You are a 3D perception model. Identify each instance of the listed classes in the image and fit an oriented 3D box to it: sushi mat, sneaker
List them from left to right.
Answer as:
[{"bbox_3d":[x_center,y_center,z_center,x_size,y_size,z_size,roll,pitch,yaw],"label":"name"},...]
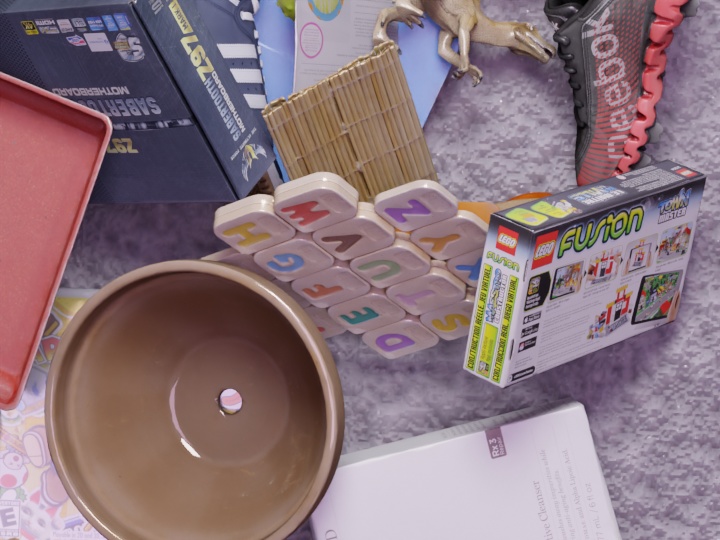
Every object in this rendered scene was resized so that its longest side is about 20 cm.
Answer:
[{"bbox_3d":[-0.086,-0.139,1.624,0.109,0.070,0.200,-52,124,-35],"label":"sneaker"},{"bbox_3d":[0.000,-0.069,1.617,0.095,0.200,0.012,-26,55,-3],"label":"sushi mat"},{"bbox_3d":[0.163,-0.142,1.648,0.097,0.071,0.201,10,116,-6],"label":"sneaker"}]

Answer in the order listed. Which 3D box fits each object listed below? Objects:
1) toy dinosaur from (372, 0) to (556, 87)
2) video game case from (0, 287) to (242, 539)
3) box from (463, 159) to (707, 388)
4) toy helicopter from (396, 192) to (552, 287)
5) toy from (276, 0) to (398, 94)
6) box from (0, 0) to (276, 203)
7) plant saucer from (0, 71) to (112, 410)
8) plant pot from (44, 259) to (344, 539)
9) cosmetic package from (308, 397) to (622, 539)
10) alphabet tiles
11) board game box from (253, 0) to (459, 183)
[{"bbox_3d":[0.044,-0.190,1.637,0.200,0.058,0.101,46,50,-23],"label":"toy dinosaur"},{"bbox_3d":[-0.154,0.105,1.684,0.199,0.023,0.183,2,89,-1],"label":"video game case"},{"bbox_3d":[0.149,-0.001,1.604,0.035,0.200,0.110,25,117,34],"label":"box"},{"bbox_3d":[0.046,-0.007,1.644,0.199,0.132,0.079,-15,66,12],"label":"toy helicopter"},{"bbox_3d":[-0.021,-0.191,1.624,0.047,0.115,0.201,7,95,37],"label":"toy"},{"bbox_3d":[-0.170,-0.117,1.582,0.051,0.199,0.158,-53,130,-35],"label":"box"},{"bbox_3d":[-0.265,-0.037,1.595,0.199,0.037,0.200,22,98,21],"label":"plant saucer"},{"bbox_3d":[-0.099,0.092,1.617,0.200,0.093,0.202,1,92,16],"label":"plant pot"},{"bbox_3d":[0.065,0.163,1.660,0.199,0.081,0.113,-16,91,-2],"label":"cosmetic package"},{"bbox_3d":[0.000,0.000,1.595,0.195,0.200,0.015,-18,53,32],"label":"alphabet tiles"},{"bbox_3d":[-0.027,-0.136,1.683,0.158,0.039,0.201,25,92,-3],"label":"board game box"}]
